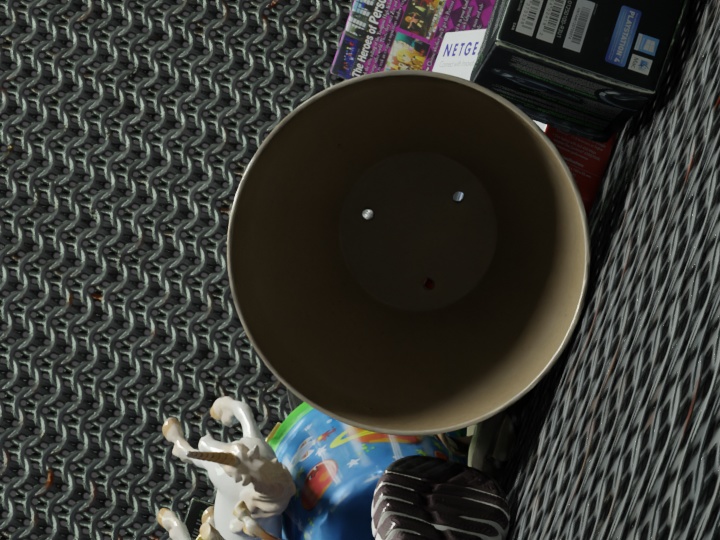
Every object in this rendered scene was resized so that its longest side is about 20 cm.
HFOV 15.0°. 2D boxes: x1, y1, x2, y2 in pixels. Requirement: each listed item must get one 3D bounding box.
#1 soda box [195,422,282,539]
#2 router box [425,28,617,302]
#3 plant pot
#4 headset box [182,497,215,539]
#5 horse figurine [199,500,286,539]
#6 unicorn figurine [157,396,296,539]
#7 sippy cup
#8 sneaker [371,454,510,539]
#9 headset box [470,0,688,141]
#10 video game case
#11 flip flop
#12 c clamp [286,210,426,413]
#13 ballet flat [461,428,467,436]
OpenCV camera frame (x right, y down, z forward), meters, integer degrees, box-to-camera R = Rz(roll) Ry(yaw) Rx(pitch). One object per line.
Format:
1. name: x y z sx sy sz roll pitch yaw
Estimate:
1. soda box: -0.076 0.204 1.769 0.200 0.068 0.064 -55 -22 -5
2. router box: 0.085 -0.062 1.720 0.200 0.049 0.180 5 75 67
3. plant pot: 0.031 -0.016 1.553 0.134 0.200 0.201 -54 -16 -82
4. headset box: -0.064 0.264 1.966 0.200 0.173 0.093 109 179 -63
5. horse figurine: -0.030 0.179 1.496 0.050 0.132 0.200 -60 -12 13
6. unicorn figurine: -0.076 0.139 1.649 0.137 0.074 0.201 40 152 51
7. sippy cup: 0.012 0.149 1.665 0.140 0.178 0.130 -42 16 3
8. sneaker: 0.028 0.185 1.454 0.200 0.075 0.116 -75 2 -67
9. headset box: 0.133 -0.176 1.526 0.200 0.092 0.175 119 170 -84
10. video game case: 0.093 -0.190 1.833 0.036 0.181 0.201 -69 -2 -58
11. flip flop: 0.067 0.077 1.629 0.200 0.057 0.081 -87 16 -76
12. c clamp: 0.000 0.000 1.767 0.200 0.027 0.171 -59 29 18
13. ballet flat: 0.027 0.185 1.820 0.201 0.068 0.067 -61 -4 -7
